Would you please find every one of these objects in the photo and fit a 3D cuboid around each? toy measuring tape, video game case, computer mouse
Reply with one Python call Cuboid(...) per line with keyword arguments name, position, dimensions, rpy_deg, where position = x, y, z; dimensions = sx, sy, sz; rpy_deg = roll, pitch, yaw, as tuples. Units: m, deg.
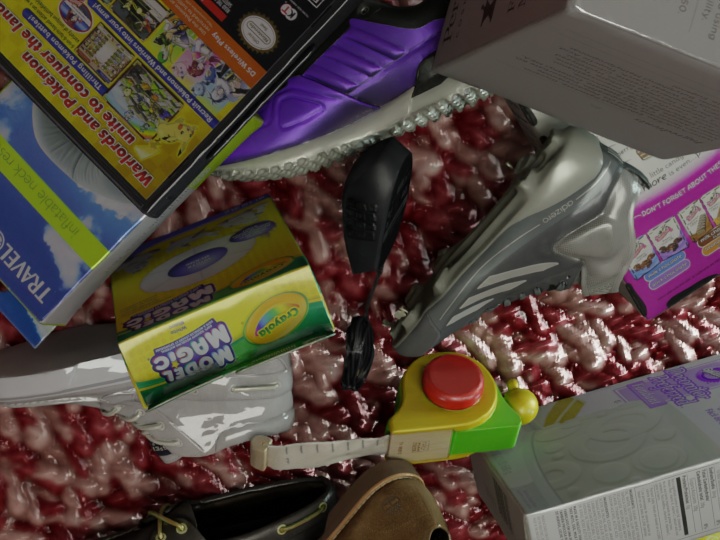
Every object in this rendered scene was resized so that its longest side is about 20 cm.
Cuboid(name="toy measuring tape", position=(0.021, 0.093, 0.969), dimensions=(0.200, 0.074, 0.074), rpy_deg=(-5, 109, -12))
Cuboid(name="video game case", position=(-0.125, -0.163, 0.828), dimensions=(0.200, 0.026, 0.181), rpy_deg=(45, 94, 10))
Cuboid(name="computer mouse", position=(0.000, 0.000, 0.928), dimensions=(0.034, 0.059, 0.200), rpy_deg=(17, 126, 10))

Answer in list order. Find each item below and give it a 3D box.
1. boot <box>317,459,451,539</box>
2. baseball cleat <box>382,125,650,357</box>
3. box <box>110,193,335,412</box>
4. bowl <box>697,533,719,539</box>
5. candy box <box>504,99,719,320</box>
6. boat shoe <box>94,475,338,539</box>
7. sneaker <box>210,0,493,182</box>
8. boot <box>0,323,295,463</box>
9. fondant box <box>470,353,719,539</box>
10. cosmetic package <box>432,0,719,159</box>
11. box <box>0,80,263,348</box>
Cuboid(name="boot", position=(-0.012, 0.223, 0.949), dimensions=(0.074, 0.075, 0.200), rpy_deg=(19, 111, -42))
Cuboid(name="baseball cleat", position=(0.104, 0.003, 0.923), dimensions=(0.106, 0.070, 0.200), rpy_deg=(34, 123, -9))
Cuboid(name="box", position=(-0.086, 0.017, 0.853), dimensions=(0.117, 0.200, 0.048), rpy_deg=(-23, 111, -5))
Cuboid(name="bowl", position=(0.231, 0.251, 1.048), dimensions=(0.200, 0.108, 0.201), rpy_deg=(-4, 109, -11))
Cuboid(name="candy box", position=(0.190, -0.088, 0.953), dimensions=(0.136, 0.061, 0.200), rpy_deg=(-33, 112, 1))
Cuboid(name="boat shoe", position=(-0.111, 0.180, 0.971), dimensions=(0.201, 0.072, 0.061), rpy_deg=(-8, 112, -18))
Cuboid(name="sneaker", position=(-0.013, -0.124, 0.899), dimensions=(0.200, 0.070, 0.100), rpy_deg=(-21, 88, 7))
Cuboid(name="boot", position=(-0.139, 0.084, 0.932), dimensions=(0.200, 0.074, 0.096), rpy_deg=(-9, 110, -6))
Cuboid(name="fondant box", position=(0.186, 0.130, 0.979), dimensions=(0.200, 0.144, 0.058), rpy_deg=(-14, 109, -7))
Cuboid(name="cosmetic package", position=(0.162, -0.169, 0.776), dimensions=(0.165, 0.200, 0.165), rpy_deg=(18, 84, -16))
Cuboid(name="box", position=(-0.171, -0.063, 0.867), dimensions=(0.200, 0.048, 0.122), rpy_deg=(-45, 83, 4))
